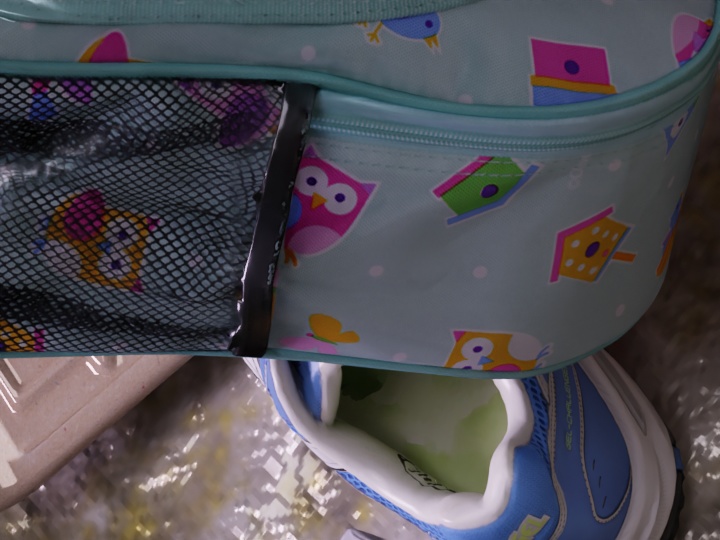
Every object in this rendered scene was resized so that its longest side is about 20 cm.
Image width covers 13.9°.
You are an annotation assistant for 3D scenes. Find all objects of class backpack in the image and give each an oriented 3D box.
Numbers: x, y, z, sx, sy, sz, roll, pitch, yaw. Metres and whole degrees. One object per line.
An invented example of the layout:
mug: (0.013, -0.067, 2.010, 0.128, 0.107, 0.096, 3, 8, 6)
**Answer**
backpack: (-0.014, -0.065, 0.665, 0.176, 0.199, 0.154, -92, 17, -54)

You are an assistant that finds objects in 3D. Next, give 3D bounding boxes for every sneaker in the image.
sneaker: (0.000, 0.000, 0.745, 0.200, 0.077, 0.076, 44, 104, 25)

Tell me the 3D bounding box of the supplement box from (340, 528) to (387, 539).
supplement box: (-0.006, 0.169, 0.692, 0.061, 0.109, 0.201, 35, 96, 39)

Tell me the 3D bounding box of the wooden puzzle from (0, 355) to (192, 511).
wooden puzzle: (-0.084, -0.058, 0.849, 0.200, 0.046, 0.186, -39, 75, 14)
